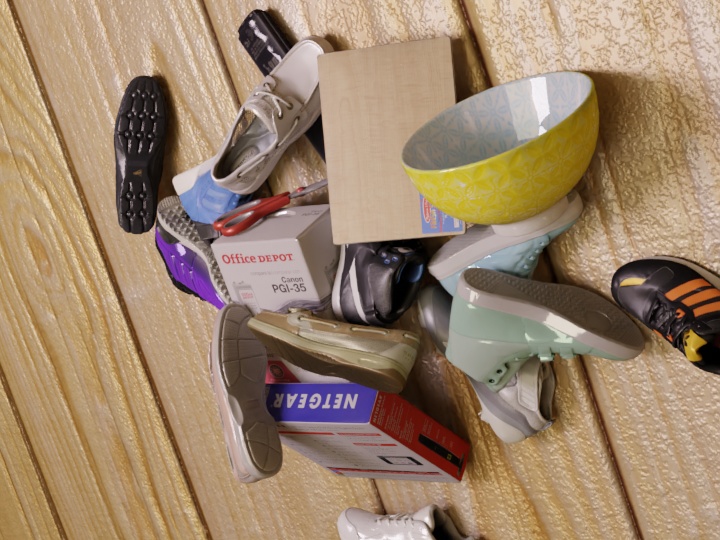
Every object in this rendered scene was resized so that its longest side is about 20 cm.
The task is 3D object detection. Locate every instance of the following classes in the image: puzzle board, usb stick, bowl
[{"bbox_3d":[0.033,-0.133,1.396,0.148,0.017,0.203,-4,94,21],"label":"puzzle board"},{"bbox_3d":[-0.073,-0.208,1.528,0.201,0.032,0.055,55,134,9],"label":"usb stick"},{"bbox_3d":[0.148,-0.099,1.287,0.198,0.200,0.109,-5,119,41],"label":"bowl"}]

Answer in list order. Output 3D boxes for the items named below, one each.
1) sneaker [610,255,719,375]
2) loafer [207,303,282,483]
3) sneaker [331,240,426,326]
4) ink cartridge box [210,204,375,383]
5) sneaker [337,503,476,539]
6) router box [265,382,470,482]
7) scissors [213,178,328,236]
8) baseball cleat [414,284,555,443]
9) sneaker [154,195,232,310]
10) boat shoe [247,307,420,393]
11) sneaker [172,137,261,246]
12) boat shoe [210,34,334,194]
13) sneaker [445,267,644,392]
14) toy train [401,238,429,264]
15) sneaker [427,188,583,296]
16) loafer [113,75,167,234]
[{"bbox_3d":[0.315,0.048,1.261,0.198,0.090,0.071,26,123,30],"label":"sneaker"},{"bbox_3d":[-0.141,0.141,1.512,0.063,0.071,0.203,-28,69,44],"label":"loafer"},{"bbox_3d":[0.029,-0.039,1.453,0.111,0.072,0.204,0,87,50],"label":"sneaker"},{"bbox_3d":[-0.070,0.036,1.540,0.145,0.083,0.202,-2,116,40],"label":"ink cartridge box"},{"bbox_3d":[0.064,0.317,1.609,0.198,0.078,0.101,19,113,24],"label":"sneaker"},{"bbox_3d":[-0.003,0.188,1.545,0.198,0.049,0.179,-4,150,41],"label":"router box"},{"bbox_3d":[-0.080,-0.089,1.538,0.014,0.198,0.073,63,179,-17],"label":"scissors"},{"bbox_3d":[0.144,0.088,1.451,0.106,0.070,0.201,-31,96,37],"label":"baseball cleat"},{"bbox_3d":[-0.196,0.005,1.705,0.201,0.069,0.100,50,139,19],"label":"sneaker"},{"bbox_3d":[-0.030,0.074,1.444,0.198,0.064,0.073,14,156,31],"label":"boat shoe"},{"bbox_3d":[-0.142,-0.093,1.605,0.199,0.076,0.113,-23,91,43],"label":"sneaker"},{"bbox_3d":[-0.098,-0.172,1.479,0.070,0.069,0.201,36,100,16],"label":"boat shoe"},{"bbox_3d":[0.184,0.077,1.372,0.198,0.074,0.120,17,123,5],"label":"sneaker"},{"bbox_3d":[0.000,0.000,1.551,0.199,0.034,0.046,-21,92,43],"label":"toy train"},{"bbox_3d":[0.164,-0.021,1.389,0.199,0.074,0.082,-26,112,44],"label":"sneaker"},{"bbox_3d":[-0.285,-0.149,1.711,0.070,0.067,0.204,-133,47,-71],"label":"loafer"}]
